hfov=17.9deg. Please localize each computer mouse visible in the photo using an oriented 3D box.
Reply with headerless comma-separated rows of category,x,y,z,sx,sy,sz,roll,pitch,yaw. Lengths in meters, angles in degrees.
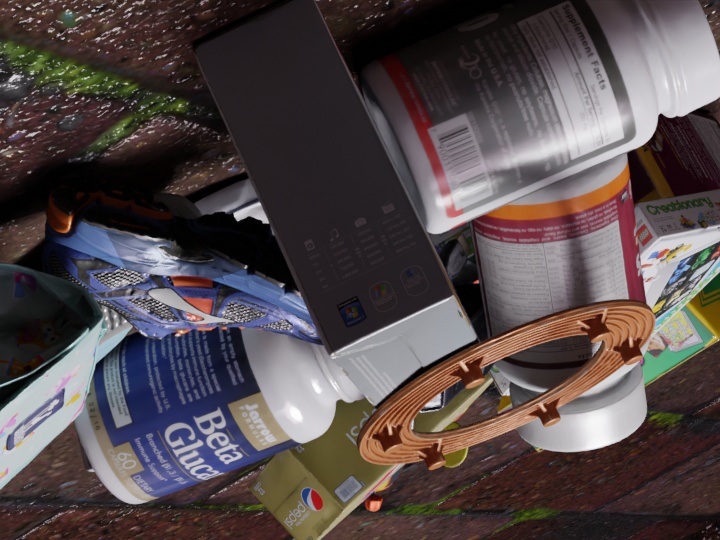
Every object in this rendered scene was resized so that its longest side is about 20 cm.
computer mouse,0.054,0.030,1.552,0.200,0.046,0.141,-41,144,-56

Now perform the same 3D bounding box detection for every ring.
ring,0.092,0.075,1.400,0.200,0.019,0.200,-22,161,-8

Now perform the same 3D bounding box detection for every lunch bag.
lunch bag,-0.254,0.065,1.369,0.199,0.122,0.170,-5,157,-13

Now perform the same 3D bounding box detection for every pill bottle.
pill bottle,0.133,0.011,1.515,0.109,0.200,0.110,-9,-155,4
pill bottle,0.111,-0.111,1.403,0.200,0.114,0.114,-23,162,-5
pill bottle,-0.085,0.075,1.540,0.200,0.111,0.111,-22,163,14

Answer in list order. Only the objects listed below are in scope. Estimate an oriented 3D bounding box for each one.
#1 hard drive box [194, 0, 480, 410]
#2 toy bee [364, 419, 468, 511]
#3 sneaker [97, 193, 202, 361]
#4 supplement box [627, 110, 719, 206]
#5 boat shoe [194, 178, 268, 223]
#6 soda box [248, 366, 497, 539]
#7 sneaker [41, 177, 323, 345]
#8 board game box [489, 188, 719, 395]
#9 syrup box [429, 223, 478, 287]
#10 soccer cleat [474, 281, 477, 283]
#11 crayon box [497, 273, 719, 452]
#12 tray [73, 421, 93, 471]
hard drive box,-0.010,-0.036,1.319,0.077,0.200,0.156,-26,163,2
toy bee,0.014,0.126,1.796,0.200,0.131,0.109,-14,121,-17
sneaker,-0.169,0.010,1.484,0.200,0.074,0.082,-40,-171,25
supplement box,0.196,-0.052,1.691,0.131,0.103,0.200,-36,158,25
boat shoe,-0.037,-0.029,1.515,0.200,0.065,0.074,-19,161,-18
soda box,0.014,0.111,1.641,0.200,0.064,0.068,-37,171,-41
sneaker,-0.103,0.007,1.399,0.200,0.075,0.079,19,118,-12
board game box,0.190,0.015,1.637,0.126,0.035,0.200,-10,152,-42
syrup box,0.000,0.000,1.621,0.200,0.082,0.079,-31,160,14
soccer cleat,0.032,0.003,1.704,0.200,0.078,0.069,-43,169,-9
crayon box,0.216,0.037,1.889,0.200,0.058,0.173,-37,-162,34
tray,-0.114,0.108,1.726,0.200,0.022,0.107,-15,-156,-7
